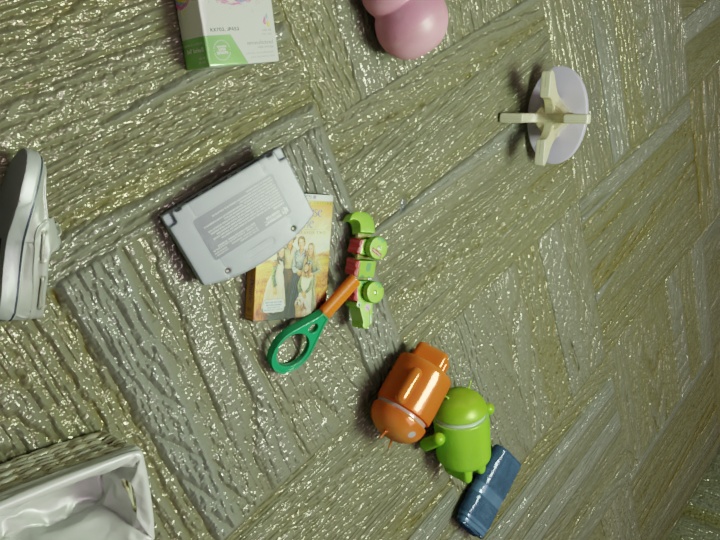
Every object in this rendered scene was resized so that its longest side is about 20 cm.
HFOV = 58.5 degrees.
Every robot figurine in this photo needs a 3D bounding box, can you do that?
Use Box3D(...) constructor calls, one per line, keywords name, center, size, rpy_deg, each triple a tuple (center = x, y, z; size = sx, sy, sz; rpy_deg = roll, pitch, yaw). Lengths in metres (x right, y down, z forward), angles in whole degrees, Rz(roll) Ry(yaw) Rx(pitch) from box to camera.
Box3D(name="robot figurine", center=(0.209, 0.331, 1.328), size=(0.174, 0.115, 0.202), rpy_deg=(-20, 111, -33))
Box3D(name="robot figurine", center=(0.095, 0.237, 1.207), size=(0.116, 0.144, 0.201), rpy_deg=(38, 71, -16))

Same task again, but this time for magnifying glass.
Box3D(name="magnifying glass", center=(-0.075, 0.086, 1.055), size=(0.200, 0.022, 0.080), rpy_deg=(-46, 138, -6))

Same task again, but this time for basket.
Box3D(name="basket", center=(-0.375, 0.295, 0.790), size=(0.199, 0.123, 0.137), rpy_deg=(-14, 107, -40))

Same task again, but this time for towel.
Box3D(name="towel", center=(0.293, 0.508, 1.485), size=(0.201, 0.048, 0.112), rpy_deg=(-54, 129, -19))

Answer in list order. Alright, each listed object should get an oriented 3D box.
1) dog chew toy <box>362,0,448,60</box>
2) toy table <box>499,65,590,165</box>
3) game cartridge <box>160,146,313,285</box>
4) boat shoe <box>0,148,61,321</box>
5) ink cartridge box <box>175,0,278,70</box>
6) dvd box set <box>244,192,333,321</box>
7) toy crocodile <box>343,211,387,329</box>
Box3D(name="dog chew toy", center=(0.057, -0.447, 1.040), size=(0.125, 0.124, 0.201), rpy_deg=(-49, 118, -24))
Box3D(name="toy table", center=(0.397, -0.322, 1.343), size=(0.117, 0.182, 0.202), rpy_deg=(-21, 105, -55))
Box3D(name="game cartridge", center=(-0.170, -0.073, 0.931), size=(0.199, 0.041, 0.134), rpy_deg=(-34, 110, -19))
Box3D(name="boat shoe", center=(-0.385, -0.038, 0.751), size=(0.065, 0.072, 0.202), rpy_deg=(5, 96, -47))
Box3D(name="ink cartridge box", center=(-0.186, -0.380, 0.862), size=(0.116, 0.067, 0.202), rpy_deg=(-20, 112, -37))
Box3D(name="dvd box set", center=(-0.112, -0.024, 1.025), size=(0.145, 0.029, 0.202), rpy_deg=(-2, 100, -42))
Box3D(name="toy crocodile", center=(0.000, 0.000, 1.108), size=(0.061, 0.067, 0.202), rpy_deg=(0, 97, -36))
